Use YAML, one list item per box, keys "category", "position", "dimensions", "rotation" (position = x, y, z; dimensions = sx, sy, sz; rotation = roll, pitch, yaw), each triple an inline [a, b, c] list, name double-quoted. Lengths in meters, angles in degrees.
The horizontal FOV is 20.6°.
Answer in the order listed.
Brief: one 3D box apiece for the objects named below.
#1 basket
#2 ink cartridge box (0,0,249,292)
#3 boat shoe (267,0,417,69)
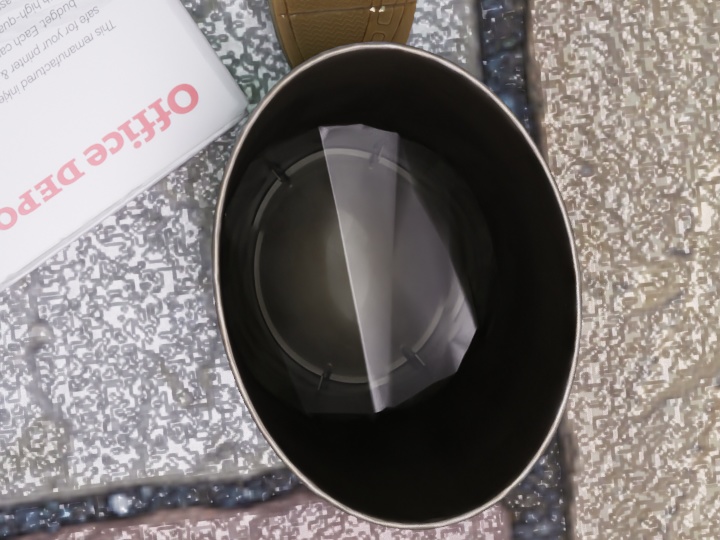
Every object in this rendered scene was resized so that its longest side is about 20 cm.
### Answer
- category: "basket"
  position: [0.000, 0.000, 0.823]
  dimensions: [0.136, 0.200, 0.181]
  rotation: [-12, 95, -8]
- category: "ink cartridge box"
  position: [-0.163, -0.108, 0.854]
  dimensions: [0.146, 0.084, 0.200]
  rotation: [-35, 97, -5]
- category: "boat shoe"
  position: [-0.020, -0.177, 0.879]
  dimensions: [0.074, 0.069, 0.200]
  rotation: [-12, 115, -14]
